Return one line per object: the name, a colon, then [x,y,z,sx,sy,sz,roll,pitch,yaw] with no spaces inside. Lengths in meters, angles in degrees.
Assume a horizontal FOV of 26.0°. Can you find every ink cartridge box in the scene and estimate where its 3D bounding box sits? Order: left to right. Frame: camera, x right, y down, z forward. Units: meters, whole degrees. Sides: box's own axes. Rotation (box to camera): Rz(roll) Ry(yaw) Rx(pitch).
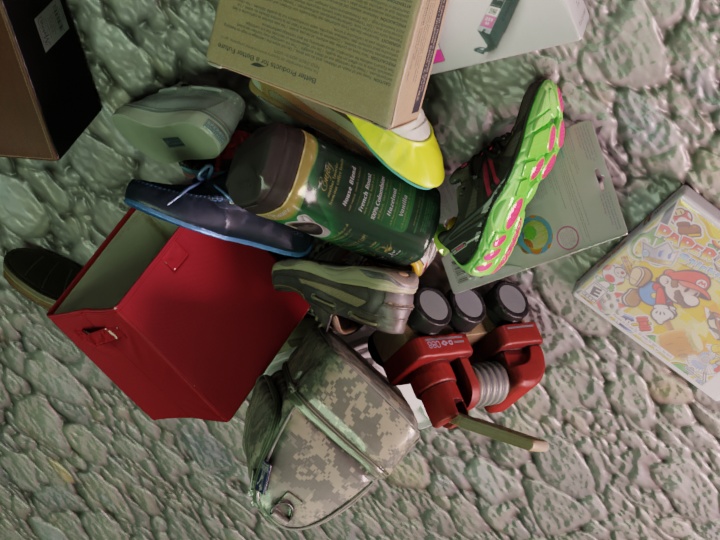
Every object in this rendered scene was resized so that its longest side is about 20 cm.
ink cartridge box: [-0.025,-0.239,1.413,0.198,0.075,0.166,22,110,19]
ink cartridge box: [0.087,-0.272,1.418,0.198,0.044,0.174,-9,125,29]

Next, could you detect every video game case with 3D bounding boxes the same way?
video game case: [0.344,0.028,1.572,0.199,0.023,0.182,36,133,-8]

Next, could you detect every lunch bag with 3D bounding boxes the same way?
lunch bag: [-0.045,0.163,1.565,0.139,0.200,0.168,40,92,-12]

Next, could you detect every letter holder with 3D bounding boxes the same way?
letter holder: [-0.378,-0.227,1.622,0.141,0.101,0.201,4,129,23]

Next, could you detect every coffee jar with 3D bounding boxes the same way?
coffee jar: [-0.027,-0.074,1.518,0.198,0.086,0.104,21,167,-25]

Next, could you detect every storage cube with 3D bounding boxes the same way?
storage cube: [-0.192,0.039,1.677,0.180,0.201,0.170,48,151,-23]

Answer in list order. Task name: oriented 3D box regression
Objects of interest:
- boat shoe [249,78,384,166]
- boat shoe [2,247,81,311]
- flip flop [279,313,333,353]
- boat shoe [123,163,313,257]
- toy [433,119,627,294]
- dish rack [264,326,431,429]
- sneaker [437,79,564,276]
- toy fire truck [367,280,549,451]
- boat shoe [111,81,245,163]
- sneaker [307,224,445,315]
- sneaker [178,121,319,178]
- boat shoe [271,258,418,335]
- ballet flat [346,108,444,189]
boat shoe: [-0.021,-0.151,1.549,0.199,0.072,0.076,35,132,1]
boat shoe: [-0.337,0.044,1.849,0.199,0.072,0.068,27,133,1]
flip flop: [-0.020,0.081,1.752,0.198,0.058,0.082,-6,126,28]
boat shoe: [-0.139,-0.069,1.567,0.198,0.069,0.084,14,-176,-27]
toy: [0.164,-0.062,1.545,0.199,0.047,0.116,-20,87,28]
dish rack: [-0.002,0.141,1.741,0.170,0.044,0.200,-23,139,18]
sneaker: [0.130,-0.094,1.491,0.083,0.077,0.201,32,105,24]
toy fire truck: [0.128,0.114,1.587,0.129,0.175,0.201,-44,60,42]
boat shoe: [-0.184,-0.157,1.610,0.200,0.072,0.070,8,143,52]
sneaker: [0.000,0.000,1.658,0.078,0.082,0.199,45,132,-17]
sneaker: [-0.096,-0.094,1.624,0.198,0.080,0.096,5,132,20]
boat shoe: [-0.025,0.028,1.577,0.074,0.074,0.199,6,180,-39]
ballet flat: [0.015,-0.164,1.477,0.200,0.067,0.067,47,134,8]
